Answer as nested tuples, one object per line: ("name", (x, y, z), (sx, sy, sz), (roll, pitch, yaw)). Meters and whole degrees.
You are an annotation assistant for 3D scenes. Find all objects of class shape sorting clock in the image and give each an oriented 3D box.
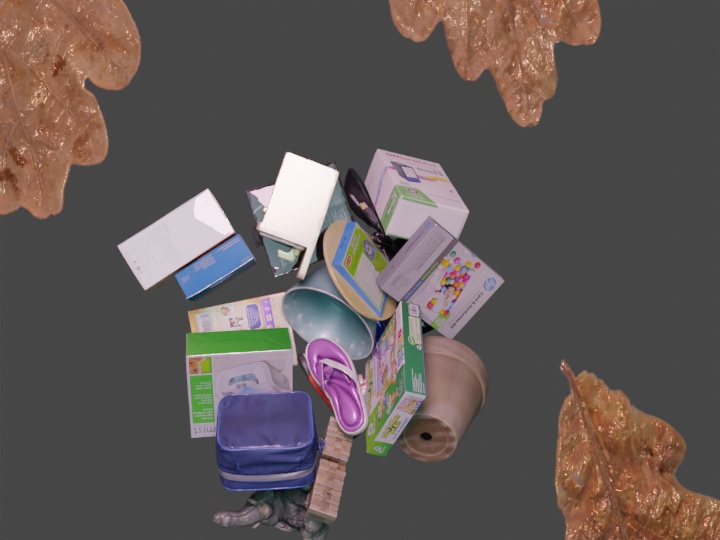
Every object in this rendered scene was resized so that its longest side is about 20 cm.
("shape sorting clock", (0.000, 0.000, 1.545), (0.039, 0.199, 0.203), (-26, 93, 29))

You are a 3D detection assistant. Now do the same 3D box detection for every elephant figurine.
("elephant figurine", (-0.156, 0.446, 1.620), (0.196, 0.156, 0.144), (-5, 52, 19))

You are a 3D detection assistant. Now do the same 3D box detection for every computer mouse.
("computer mouse", (0.005, -0.115, 1.619), (0.046, 0.140, 0.202), (-31, 73, 8))

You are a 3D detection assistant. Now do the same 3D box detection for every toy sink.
("toy sink", (-0.124, -0.097, 1.531), (0.110, 0.130, 0.204), (19, 89, -5))

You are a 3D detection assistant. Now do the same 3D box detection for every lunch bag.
("lunch bag", (-0.161, 0.311, 1.516), (0.195, 0.137, 0.134), (0, 129, -5))

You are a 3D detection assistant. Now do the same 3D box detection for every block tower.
("block tower", (-0.054, 0.366, 1.554), (0.053, 0.058, 0.202), (17, 47, -3))

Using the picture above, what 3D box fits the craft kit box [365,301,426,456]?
("craft kit box", (0.060, 0.196, 1.527), (0.047, 0.199, 0.203), (11, 45, -12))

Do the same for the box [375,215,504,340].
("box", (0.148, 0.018, 1.555), (0.199, 0.041, 0.156), (36, 102, -31))

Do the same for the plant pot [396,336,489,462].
("plant pot", (0.135, 0.255, 1.583), (0.196, 0.175, 0.203), (8, 124, 12))

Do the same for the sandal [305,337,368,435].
("sandal", (-0.042, 0.207, 1.568), (0.082, 0.050, 0.204), (-33, 66, 4))

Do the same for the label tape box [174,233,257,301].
("label tape box", (-0.268, -0.005, 1.571), (0.142, 0.200, 0.067), (-33, 90, -6))

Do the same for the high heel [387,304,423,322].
("high heel", (0.133, 0.044, 1.634), (0.196, 0.067, 0.098), (-8, 102, -13))

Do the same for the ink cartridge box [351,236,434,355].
("ink cartridge box", (0.071, 0.042, 1.687), (0.197, 0.043, 0.201), (-24, 93, -5))

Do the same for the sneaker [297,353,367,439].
("sneaker", (-0.031, 0.221, 1.660), (0.107, 0.067, 0.203), (-36, 97, -4))

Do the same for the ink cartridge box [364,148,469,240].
("ink cartridge box", (0.102, -0.138, 1.599), (0.142, 0.201, 0.089), (12, 118, -20))

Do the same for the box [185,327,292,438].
("box", (-0.227, 0.211, 1.594), (0.195, 0.097, 0.180), (-2, 112, -10))

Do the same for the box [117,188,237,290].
("box", (-0.343, -0.057, 1.602), (0.198, 0.124, 0.099), (-33, 93, -5))

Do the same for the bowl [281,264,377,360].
("bowl", (-0.043, 0.066, 1.615), (0.199, 0.201, 0.106), (34, 55, -4))

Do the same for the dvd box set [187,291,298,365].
("dvd box set", (-0.230, 0.132, 1.657), (0.196, 0.029, 0.150), (-12, 91, -7))

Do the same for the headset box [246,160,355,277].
("headset box", (-0.116, -0.095, 1.643), (0.196, 0.093, 0.177), (-20, 92, -6))
